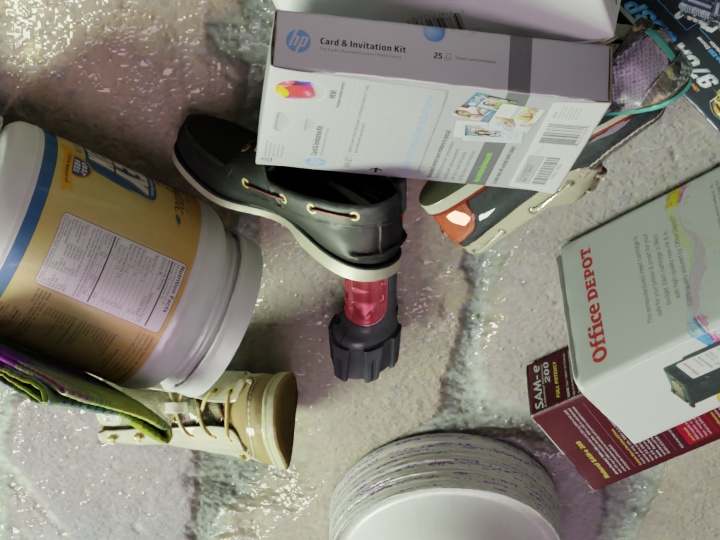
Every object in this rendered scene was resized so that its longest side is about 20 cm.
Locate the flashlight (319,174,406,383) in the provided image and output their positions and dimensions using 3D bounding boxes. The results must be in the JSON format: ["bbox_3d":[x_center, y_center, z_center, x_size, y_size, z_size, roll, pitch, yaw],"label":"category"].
[{"bbox_3d":[0.000,0.000,1.365,0.067,0.068,0.201,0,133,-2],"label":"flashlight"}]

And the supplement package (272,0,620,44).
[{"bbox_3d":[0.044,-0.218,1.100,0.199,0.111,0.156,-4,136,24],"label":"supplement package"}]

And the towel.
[{"bbox_3d":[-0.236,0.066,1.282,0.199,0.023,0.144,23,177,32],"label":"towel"}]

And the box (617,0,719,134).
[{"bbox_3d":[0.246,-0.192,1.201,0.159,0.046,0.200,-34,125,27],"label":"box"}]

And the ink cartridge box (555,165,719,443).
[{"bbox_3d":[0.251,0.013,1.327,0.199,0.146,0.083,-28,130,24],"label":"ink cartridge box"}]

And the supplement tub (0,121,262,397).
[{"bbox_3d":[-0.184,-0.003,1.307,0.199,0.145,0.145,24,129,-22],"label":"supplement tub"}]

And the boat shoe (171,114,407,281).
[{"bbox_3d":[-0.049,-0.064,1.251,0.074,0.201,0.063,-27,135,-39],"label":"boat shoe"}]

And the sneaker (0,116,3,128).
[{"bbox_3d":[-0.349,-0.062,1.305,0.115,0.074,0.200,29,118,-22],"label":"sneaker"}]

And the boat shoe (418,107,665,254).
[{"bbox_3d":[0.133,-0.074,1.291,0.200,0.071,0.063,-30,116,30],"label":"boat shoe"}]

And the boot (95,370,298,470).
[{"bbox_3d":[-0.126,0.107,1.408,0.154,0.072,0.200,6,176,-2],"label":"boot"}]

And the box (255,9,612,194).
[{"bbox_3d":[0.039,-0.099,1.137,0.199,0.041,0.156,4,162,-5],"label":"box"}]

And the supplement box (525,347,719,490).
[{"bbox_3d":[0.242,0.087,1.455,0.199,0.061,0.109,-25,128,20],"label":"supplement box"}]

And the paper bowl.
[{"bbox_3d":[0.072,0.239,1.569,0.200,0.105,0.201,0,134,0],"label":"paper bowl"}]

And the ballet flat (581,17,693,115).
[{"bbox_3d":[0.129,-0.127,1.226,0.072,0.072,0.200,36,150,-30],"label":"ballet flat"}]
